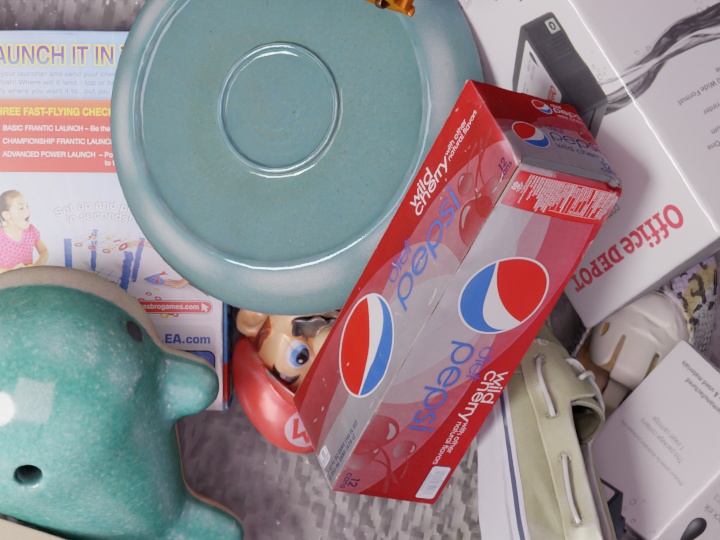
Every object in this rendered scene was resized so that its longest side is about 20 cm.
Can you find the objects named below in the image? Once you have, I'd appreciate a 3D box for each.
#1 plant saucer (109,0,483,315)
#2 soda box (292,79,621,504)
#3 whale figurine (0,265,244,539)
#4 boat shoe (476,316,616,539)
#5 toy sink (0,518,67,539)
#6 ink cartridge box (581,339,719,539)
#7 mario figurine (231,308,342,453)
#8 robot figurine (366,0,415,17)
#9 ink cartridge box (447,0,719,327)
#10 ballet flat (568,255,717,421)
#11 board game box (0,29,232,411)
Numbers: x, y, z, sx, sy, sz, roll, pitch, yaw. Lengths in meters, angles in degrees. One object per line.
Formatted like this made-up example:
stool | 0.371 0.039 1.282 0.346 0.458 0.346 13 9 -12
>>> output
plant saucer | -0.038 -0.079 1.057 0.198 0.027 0.202 -1 86 18
soda box | 0.043 0.013 1.013 0.063 0.070 0.201 12 123 -30
whale figurine | -0.138 0.095 1.066 0.158 0.104 0.201 -25 119 14
boat shoe | 0.091 0.075 1.062 0.062 0.072 0.201 -15 52 16
toy sink | -0.185 0.206 1.111 0.129 0.200 0.113 18 65 1
ink cartridge box | 0.152 0.159 1.094 0.200 0.086 0.146 -48 129 3
mario figurine | 0.000 0.000 1.105 0.123 0.106 0.202 21 89 22
robot figurine | -0.033 -0.200 1.024 0.199 0.058 0.146 26 85 35
ink cartridge box | 0.117 -0.092 1.053 0.083 0.145 0.201 -29 84 -28
ballet flat | 0.132 0.070 1.127 0.072 0.072 0.201 28 94 -1
board game box | -0.166 -0.027 1.134 0.198 0.056 0.198 1 93 1
